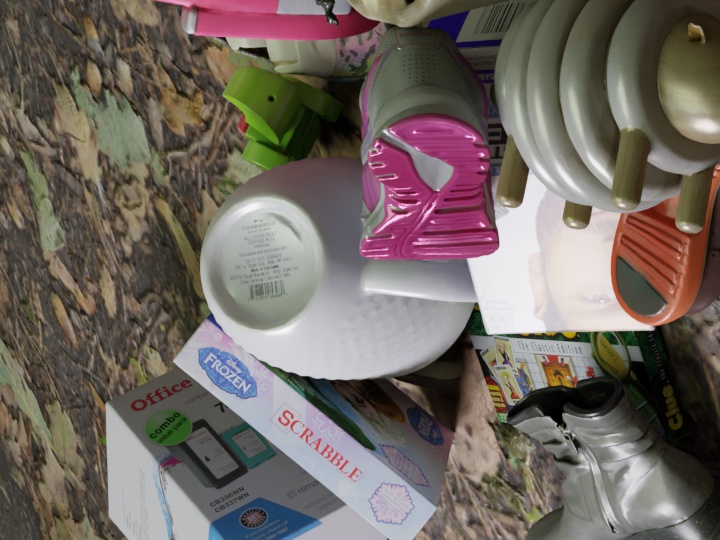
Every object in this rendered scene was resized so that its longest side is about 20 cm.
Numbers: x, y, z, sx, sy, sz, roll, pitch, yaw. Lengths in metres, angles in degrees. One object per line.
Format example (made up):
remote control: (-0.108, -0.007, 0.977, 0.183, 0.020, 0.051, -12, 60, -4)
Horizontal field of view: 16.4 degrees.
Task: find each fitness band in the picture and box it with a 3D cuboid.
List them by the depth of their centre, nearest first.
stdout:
fitness band: (-0.078, -0.190, 1.598, 0.144, 0.199, 0.038, -128, 44, -56)

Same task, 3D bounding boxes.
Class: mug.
mug: (0.000, 0.000, 1.613, 0.199, 0.175, 0.148, 6, 91, 26)

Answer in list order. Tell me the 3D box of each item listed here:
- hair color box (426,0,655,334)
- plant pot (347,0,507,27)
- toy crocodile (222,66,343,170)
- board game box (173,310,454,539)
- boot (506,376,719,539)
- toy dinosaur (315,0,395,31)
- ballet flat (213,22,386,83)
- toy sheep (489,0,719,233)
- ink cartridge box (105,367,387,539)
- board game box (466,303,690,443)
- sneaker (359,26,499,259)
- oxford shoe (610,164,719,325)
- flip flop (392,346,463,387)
hair color box: (0.109, -0.060, 1.453, 0.109, 0.065, 0.201, -2, 126, 22)
plant pot: (0.070, -0.221, 1.334, 0.200, 0.183, 0.201, 42, 146, 38)
toy crocodile: (-0.056, -0.102, 1.726, 0.062, 0.068, 0.200, 26, -179, 5)
board game box: (-0.027, 0.090, 1.732, 0.199, 0.041, 0.200, 39, -168, -3)
boot: (0.140, 0.125, 1.583, 0.131, 0.068, 0.200, 45, 148, -13)
toy dinosaur: (0.021, -0.176, 1.516, 0.199, 0.088, 0.048, 12, 139, 32)
ballet flat: (-0.046, -0.163, 1.717, 0.200, 0.071, 0.069, 16, 114, 56)
toy sheep: (0.131, -0.090, 1.290, 0.200, 0.138, 0.138, 4, 116, 50)
ink cartridge box: (-0.094, 0.185, 2.016, 0.200, 0.146, 0.146, 44, 147, 34)
board game box: (0.135, 0.055, 1.629, 0.200, 0.023, 0.105, 1, 110, 61)
sneaker: (0.039, -0.068, 1.382, 0.200, 0.081, 0.089, 96, 174, -64)
oxford shoe: (0.195, -0.067, 1.371, 0.071, 0.072, 0.201, 38, 123, 37)
flip flop: (0.003, 0.015, 1.783, 0.200, 0.081, 0.058, 40, 125, 40)
